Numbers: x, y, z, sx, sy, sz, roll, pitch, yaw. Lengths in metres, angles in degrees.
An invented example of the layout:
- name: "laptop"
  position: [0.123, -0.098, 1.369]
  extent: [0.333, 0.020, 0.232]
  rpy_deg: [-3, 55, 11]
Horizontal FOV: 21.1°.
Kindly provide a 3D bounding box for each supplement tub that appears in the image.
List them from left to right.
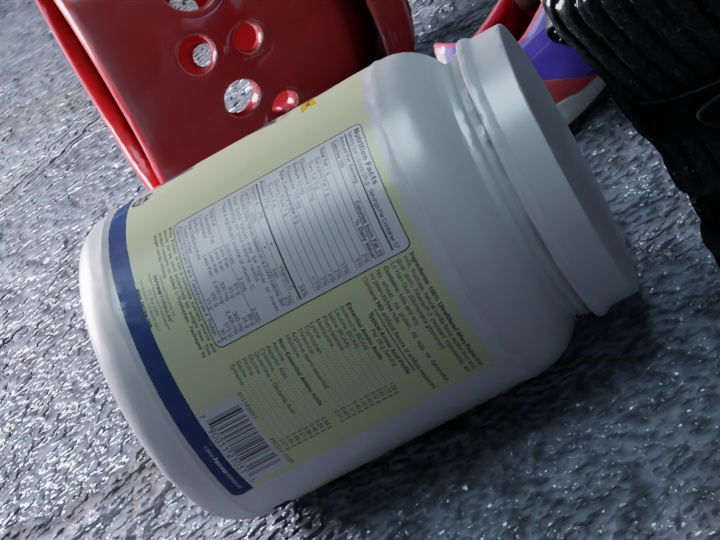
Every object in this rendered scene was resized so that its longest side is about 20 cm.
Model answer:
- name: "supplement tub"
  position: [0.000, 0.000, 0.803]
  extent: [0.199, 0.145, 0.145]
  rpy_deg: [-28, 25, 12]

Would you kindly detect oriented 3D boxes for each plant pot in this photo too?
- name: "plant pot"
  position: [-0.081, -0.153, 1.126]
  extent: [0.182, 0.201, 0.200]
  rpy_deg: [-33, 24, -6]

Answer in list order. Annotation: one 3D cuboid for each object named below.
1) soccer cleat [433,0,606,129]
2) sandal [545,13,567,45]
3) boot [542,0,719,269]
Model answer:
- name: "soccer cleat"
  position: [0.120, -0.141, 1.000]
  extent: [0.200, 0.073, 0.068]
  rpy_deg: [-43, 26, -19]
- name: "sandal"
  position: [0.182, -0.119, 0.903]
  extent: [0.199, 0.048, 0.075]
  rpy_deg: [-9, -11, 32]
- name: "boot"
  position: [0.190, -0.100, 0.733]
  extent: [0.210, 0.158, 0.080]
  rpy_deg: [-31, 24, 7]
